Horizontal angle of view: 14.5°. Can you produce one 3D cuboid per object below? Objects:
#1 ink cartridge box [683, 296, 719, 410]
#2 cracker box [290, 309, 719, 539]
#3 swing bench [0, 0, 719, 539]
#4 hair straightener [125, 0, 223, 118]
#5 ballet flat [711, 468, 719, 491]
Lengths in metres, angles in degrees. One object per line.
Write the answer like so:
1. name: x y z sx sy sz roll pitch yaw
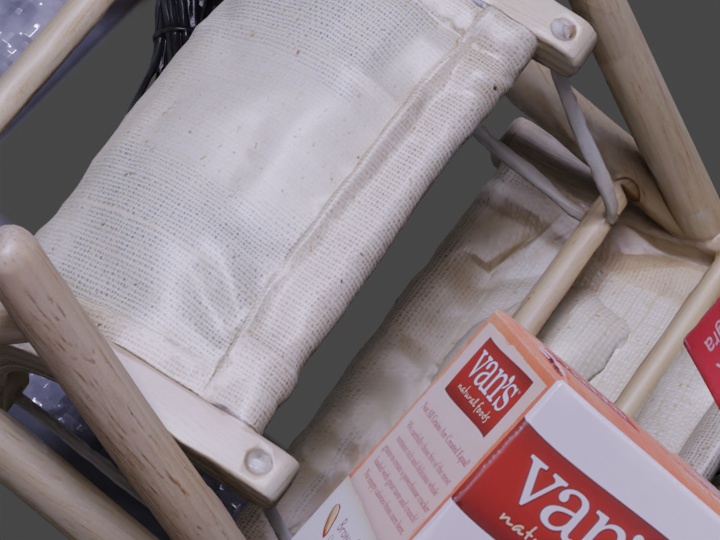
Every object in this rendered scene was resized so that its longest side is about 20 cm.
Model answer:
1. ink cartridge box: 0.184 0.070 0.621 0.144 0.084 0.200 2 49 -38
2. cracker box: 0.018 0.128 0.641 0.134 0.058 0.200 40 94 -20
3. swing bench: 0.000 0.000 0.736 0.200 0.130 0.199 49 63 -21
4. hair straightener: -0.043 -0.082 0.850 0.077 0.041 0.201 -1 66 -2
5. ballet flat: 0.185 0.069 0.749 0.199 0.070 0.070 -14 63 -1
